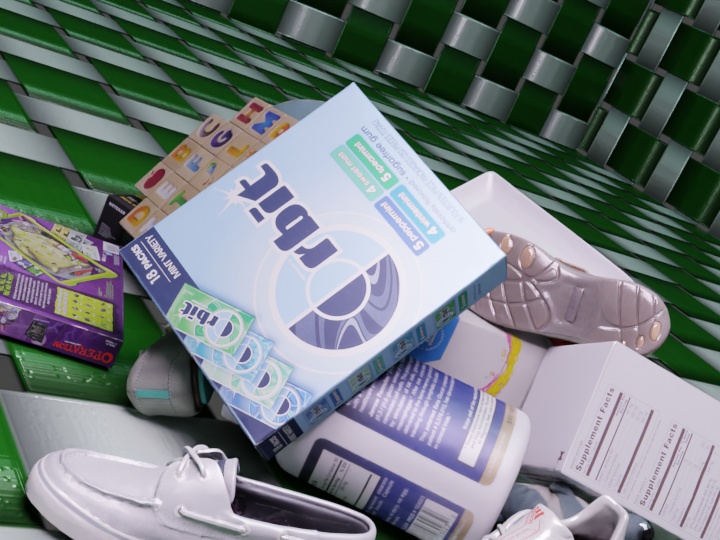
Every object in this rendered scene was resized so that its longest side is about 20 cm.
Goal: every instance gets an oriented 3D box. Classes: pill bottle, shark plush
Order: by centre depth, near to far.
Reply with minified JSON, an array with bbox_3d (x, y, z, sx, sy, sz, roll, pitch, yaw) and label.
[{"bbox_3d":[0.008,0.108,0.791,0.199,0.112,0.111,26,16,2],"label":"pill bottle"},{"bbox_3d":[0.128,0.187,0.817,0.083,0.091,0.200,-23,47,-28],"label":"shark plush"}]

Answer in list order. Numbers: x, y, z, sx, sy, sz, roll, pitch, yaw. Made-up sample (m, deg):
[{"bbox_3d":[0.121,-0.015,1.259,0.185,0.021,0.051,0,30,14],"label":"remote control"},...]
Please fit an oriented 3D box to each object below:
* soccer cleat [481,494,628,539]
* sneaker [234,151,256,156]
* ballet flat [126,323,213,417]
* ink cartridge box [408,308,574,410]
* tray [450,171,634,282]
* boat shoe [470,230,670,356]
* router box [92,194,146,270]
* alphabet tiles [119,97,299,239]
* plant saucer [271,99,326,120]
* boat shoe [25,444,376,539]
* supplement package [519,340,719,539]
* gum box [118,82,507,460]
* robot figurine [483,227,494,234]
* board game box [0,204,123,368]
[{"bbox_3d":[0.087,0.184,0.684,0.199,0.086,0.069,-2,30,-37],"label":"soccer cleat"},{"bbox_3d":[-0.089,-0.065,1.001,0.079,0.079,0.199,13,4,-42],"label":"sneaker"},{"bbox_3d":[-0.127,0.057,0.848,0.063,0.068,0.200,-4,11,7],"label":"ballet flat"},{"bbox_3d":[0.103,0.095,0.968,0.199,0.117,0.067,19,16,-19],"label":"ink cartridge box"},{"bbox_3d":[0.146,-0.015,1.043,0.107,0.022,0.200,-27,50,-25],"label":"tray"},{"bbox_3d":[0.158,0.024,0.941,0.199,0.076,0.072,25,0,18],"label":"boat shoe"},{"bbox_3d":[-0.125,-0.003,1.050,0.199,0.052,0.157,33,17,23],"label":"router box"},{"bbox_3d":[-0.120,-0.075,0.948,0.006,0.166,0.200,52,-10,-36],"label":"alphabet tiles"},{"bbox_3d":[-0.029,-0.068,1.059,0.199,0.201,0.027,27,49,7],"label":"plant saucer"},{"bbox_3d":[-0.086,0.135,0.639,0.199,0.069,0.072,24,16,-5],"label":"boat shoe"},{"bbox_3d":[0.233,0.151,0.892,0.199,0.110,0.114,30,-14,-14],"label":"supplement package"},{"bbox_3d":[-0.032,-0.004,0.750,0.170,0.200,0.045,51,-8,22],"label":"gum box"},{"bbox_3d":[0.001,-0.001,0.859,0.144,0.199,0.117,46,39,-48],"label":"robot figurine"},{"bbox_3d":[-0.246,0.006,0.883,0.119,0.032,0.200,24,14,-19],"label":"board game box"}]
